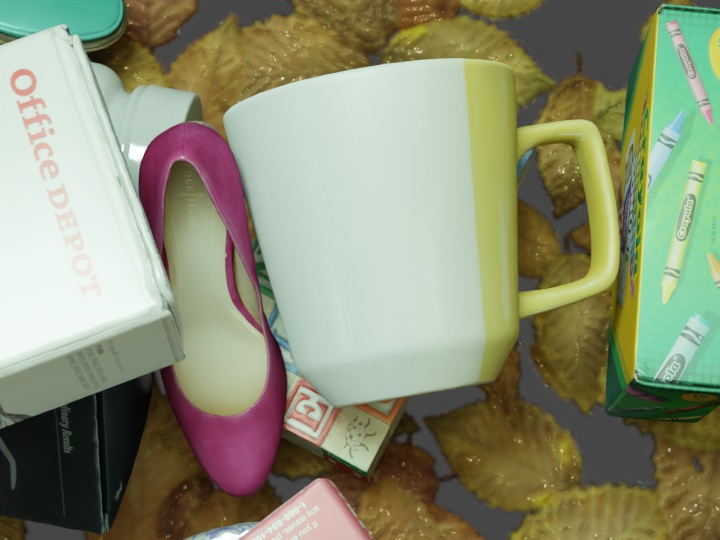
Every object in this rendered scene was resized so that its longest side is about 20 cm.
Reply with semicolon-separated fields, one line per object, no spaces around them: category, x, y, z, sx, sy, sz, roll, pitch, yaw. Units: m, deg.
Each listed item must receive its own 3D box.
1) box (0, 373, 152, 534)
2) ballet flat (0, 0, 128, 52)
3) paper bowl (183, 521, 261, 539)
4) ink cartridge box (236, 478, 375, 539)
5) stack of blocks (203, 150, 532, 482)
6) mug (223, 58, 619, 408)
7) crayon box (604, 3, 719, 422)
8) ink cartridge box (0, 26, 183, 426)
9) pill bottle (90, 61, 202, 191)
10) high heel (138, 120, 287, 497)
box;-0.213;0.039;0.875;0.198;0.149;0.105;11;47;2
ballet flat;-0.233;-0.151;0.948;0.198;0.072;0.069;6;69;-20
paper bowl;-0.047;0.234;0.864;0.198;0.104;0.203;0;77;0
ink cartridge box;-0.014;0.219;0.773;0.145;0.085;0.201;-36;82;-6
stack of blocks;0.000;0.000;0.938;0.114;0.059;0.201;28;79;7
mug;0.033;-0.017;0.840;0.185;0.149;0.155;-10;85;12
crayon box;0.173;-0.026;0.910;0.058;0.119;0.202;6;77;2
ink cartridge box;-0.193;-0.002;0.746;0.198;0.085;0.147;-20;73;-5
pill bottle;-0.192;-0.063;0.927;0.198;0.114;0.115;8;78;2
high heel;-0.073;0.026;0.835;0.067;0.096;0.202;-2;102;0
